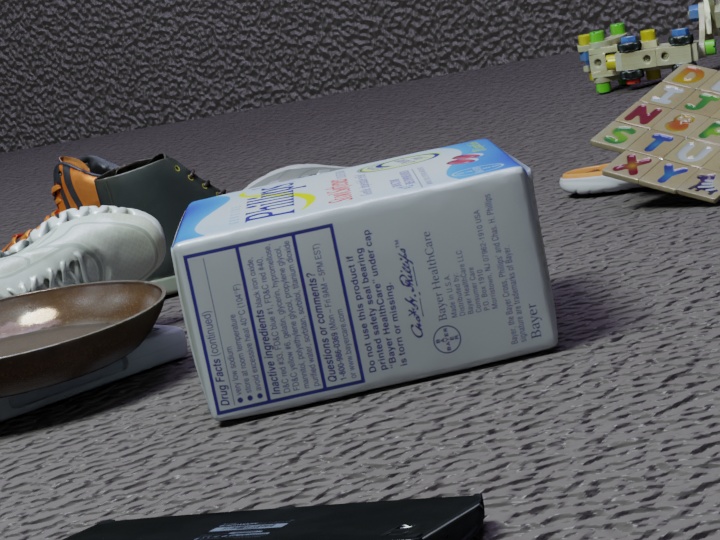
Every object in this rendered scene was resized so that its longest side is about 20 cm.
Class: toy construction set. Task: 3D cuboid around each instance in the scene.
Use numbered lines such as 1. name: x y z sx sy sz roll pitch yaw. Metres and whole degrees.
1. toy construction set: 0.350 -0.265 2.377 0.198 0.093 0.131 -21 6 18

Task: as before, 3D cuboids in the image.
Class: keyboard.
1. keyboard: -0.055 0.116 0.791 0.198 0.021 0.127 -9 4 29

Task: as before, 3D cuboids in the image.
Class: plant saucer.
1. plant saucer: -0.215 0.047 1.251 0.198 0.032 0.200 -12 11 2

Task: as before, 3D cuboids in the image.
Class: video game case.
1. video game case: -0.240 0.069 1.318 0.181 0.024 0.199 -20 12 -36

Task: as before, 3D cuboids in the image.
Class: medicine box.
1. medicine box: 0.000 0.000 1.156 0.198 0.104 0.182 -12 9 -1

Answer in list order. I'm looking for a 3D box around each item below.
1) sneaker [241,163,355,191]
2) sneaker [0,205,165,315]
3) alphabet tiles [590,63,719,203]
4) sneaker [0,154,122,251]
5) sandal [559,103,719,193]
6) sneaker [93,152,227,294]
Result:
1. sneaker: -0.011 -0.052 1.568 0.198 0.076 0.082 -15 8 -19
2. sneaker: -0.228 0.011 1.391 0.198 0.076 0.081 -16 24 -9
3. alphabet tiles: 0.278 -0.111 1.509 0.165 0.006 0.200 17 42 39
4. sneaker: -0.259 -0.040 1.715 0.198 0.113 0.078 -9 9 20
5. sandal: 0.242 -0.099 1.567 0.205 0.060 0.079 -6 11 34
6. sneaker: -0.113 -0.050 1.603 0.199 0.107 0.075 -18 11 -31
